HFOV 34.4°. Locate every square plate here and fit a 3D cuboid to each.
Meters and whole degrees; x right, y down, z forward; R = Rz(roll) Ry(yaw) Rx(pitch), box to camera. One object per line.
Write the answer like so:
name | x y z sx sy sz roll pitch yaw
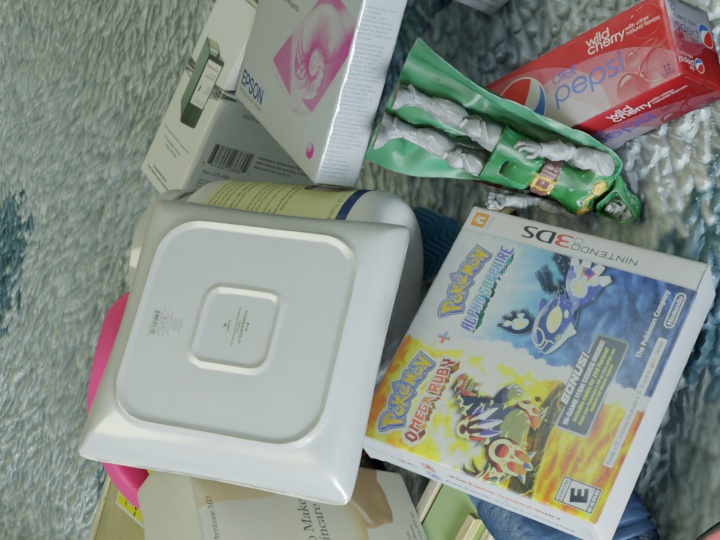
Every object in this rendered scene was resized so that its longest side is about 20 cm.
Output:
square plate | -0.082 0.045 0.796 0.198 0.028 0.200 7 68 15

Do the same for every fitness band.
fitness band | -0.150 0.103 0.890 0.144 0.037 0.200 37 126 23

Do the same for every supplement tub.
supplement tub | -0.064 0.003 0.916 0.200 0.145 0.145 6 86 23

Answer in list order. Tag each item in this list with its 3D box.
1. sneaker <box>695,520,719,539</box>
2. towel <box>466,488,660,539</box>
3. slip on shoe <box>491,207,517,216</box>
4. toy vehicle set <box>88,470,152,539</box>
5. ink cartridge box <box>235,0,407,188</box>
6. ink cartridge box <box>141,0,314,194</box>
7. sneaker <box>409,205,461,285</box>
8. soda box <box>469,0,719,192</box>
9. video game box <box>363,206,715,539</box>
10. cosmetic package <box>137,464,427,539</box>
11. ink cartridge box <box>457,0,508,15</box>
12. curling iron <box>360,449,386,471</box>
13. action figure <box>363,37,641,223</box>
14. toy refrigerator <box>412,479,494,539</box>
sneaker | 0.236 0.208 0.730 0.200 0.074 0.087 -51 63 33
towel | 0.116 0.137 0.830 0.200 0.112 0.049 57 144 36
slip on shoe | 0.083 0.038 0.929 0.061 0.074 0.200 24 94 10
toy vehicle set | -0.204 0.215 1.128 0.124 0.026 0.200 26 101 47
ink cartridge box | -0.031 -0.193 0.904 0.196 0.043 0.200 49 130 54
ink cartridge box | -0.092 -0.148 1.090 0.084 0.146 0.200 47 115 44
sneaker | 0.000 0.000 1.012 0.200 0.081 0.077 -21 77 21
soda box | 0.164 -0.127 0.866 0.200 0.063 0.070 -25 64 43
video game box | 0.119 0.062 0.794 0.182 0.047 0.200 15 65 32
cosmetic package | -0.051 0.192 0.841 0.071 0.200 0.105 -53 40 28
ink cartridge box | 0.113 -0.306 0.896 0.200 0.144 0.085 -38 56 36
curling iron | 0.008 0.151 1.007 0.050 0.026 0.200 -43 54 37
action figure | 0.111 -0.080 0.837 0.118 0.200 0.055 116 171 -50
toy refrigerator | 0.064 0.241 0.896 0.076 0.070 0.200 41 112 44
